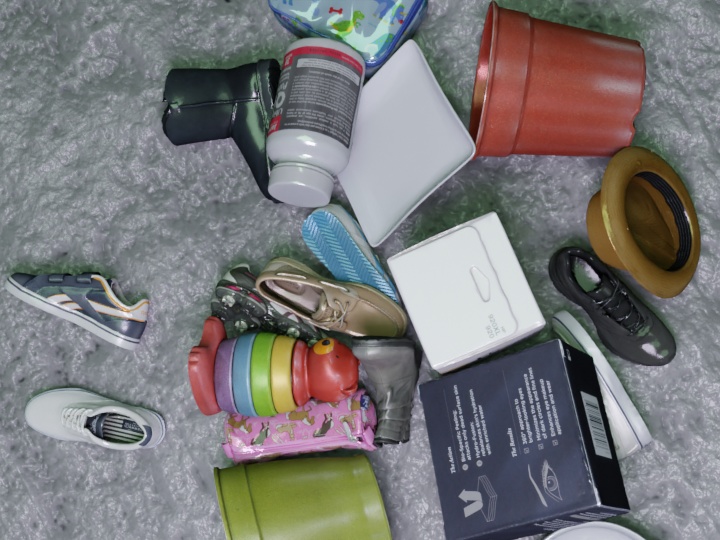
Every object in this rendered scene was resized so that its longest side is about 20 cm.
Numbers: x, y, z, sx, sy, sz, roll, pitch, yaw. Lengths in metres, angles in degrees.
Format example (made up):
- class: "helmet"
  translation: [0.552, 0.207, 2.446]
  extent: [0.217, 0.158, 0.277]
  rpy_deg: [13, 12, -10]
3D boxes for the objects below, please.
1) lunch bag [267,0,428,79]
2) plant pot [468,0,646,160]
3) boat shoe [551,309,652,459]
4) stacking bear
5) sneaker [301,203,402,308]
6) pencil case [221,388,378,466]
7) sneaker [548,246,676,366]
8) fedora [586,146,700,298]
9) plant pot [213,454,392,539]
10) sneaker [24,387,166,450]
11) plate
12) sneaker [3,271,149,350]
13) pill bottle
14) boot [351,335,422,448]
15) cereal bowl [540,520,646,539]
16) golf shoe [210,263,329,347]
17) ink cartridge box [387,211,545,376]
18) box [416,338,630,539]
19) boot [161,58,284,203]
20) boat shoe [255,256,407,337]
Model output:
- class: "lunch bag"
  translation: [-0.015, -0.373, 1.454]
  extent: [0.199, 0.082, 0.161]
  rpy_deg: [34, 85, 10]
- class: "plant pot"
  translation: [0.247, -0.228, 1.350]
  extent: [0.194, 0.201, 0.202]
  rpy_deg: [7, 83, 1]
- class: "boat shoe"
  translation: [0.288, 0.148, 1.351]
  extent: [0.070, 0.071, 0.201]
  rpy_deg: [-31, 86, 0]
- class: "stacking bear"
  translation: [-0.100, 0.127, 1.334]
  extent: [0.199, 0.122, 0.114]
  rpy_deg: [-2, 117, 8]
- class: "sneaker"
  translation: [0.000, 0.000, 1.403]
  extent: [0.076, 0.081, 0.201]
  rpy_deg: [-25, 101, 19]
- class: "pencil case"
  translation: [-0.077, 0.206, 1.380]
  extent: [0.199, 0.087, 0.083]
  rpy_deg: [-9, 70, 9]
- class: "sneaker"
  translation: [0.318, 0.046, 1.347]
  extent: [0.200, 0.091, 0.076]
  rpy_deg: [42, 88, 10]
- class: "fedora"
  translation: [0.345, -0.055, 1.337]
  extent: [0.082, 0.200, 0.202]
  rpy_deg: [-15, 77, 49]
- class: "plant pot"
  translation: [-0.065, 0.317, 1.326]
  extent: [0.192, 0.200, 0.202]
  rpy_deg: [-15, 80, -7]
- class: "sneaker"
  translation: [-0.362, 0.198, 1.429]
  extent: [0.199, 0.071, 0.074]
  rpy_deg: [5, 83, 8]
- class: "plate"
  translation: [0.049, -0.164, 1.388]
  extent: [0.200, 0.032, 0.200]
  rpy_deg: [-43, 58, 29]
- class: "sneaker"
  translation: [-0.381, 0.033, 1.452]
  extent: [0.199, 0.078, 0.080]
  rpy_deg: [24, 91, -1]
- class: "pill bottle"
  translation: [-0.061, -0.189, 1.378]
  extent: [0.110, 0.111, 0.201]
  rpy_deg: [7, 73, 9]
- class: "boot"
  translation: [0.036, 0.153, 1.318]
  extent: [0.067, 0.200, 0.132]
  rpy_deg: [2, 78, 18]
- class: "cereal bowl"
  translation: [0.286, 0.406, 1.306]
  extent: [0.199, 0.083, 0.202]
  rpy_deg: [-1, 83, 8]
- class: "golf shoe"
  translation: [-0.099, 0.062, 1.407]
  extent: [0.200, 0.088, 0.077]
  rpy_deg: [35, 131, -10]
- class: "ink cartridge box"
  translation: [0.132, 0.035, 1.317]
  extent: [0.144, 0.200, 0.148]
  rpy_deg: [-24, 80, 4]
- class: "box"
  translation: [0.193, 0.212, 1.279]
  extent: [0.199, 0.117, 0.198]
  rpy_deg: [-21, 65, 26]
- class: "boot"
  translation: [-0.182, -0.185, 1.456]
  extent: [0.167, 0.076, 0.202]
  rpy_deg: [-5, 96, 19]
- class: "boat shoe"
  translation: [-0.039, 0.048, 1.351]
  extent: [0.199, 0.065, 0.072]
  rpy_deg: [20, 114, 5]
